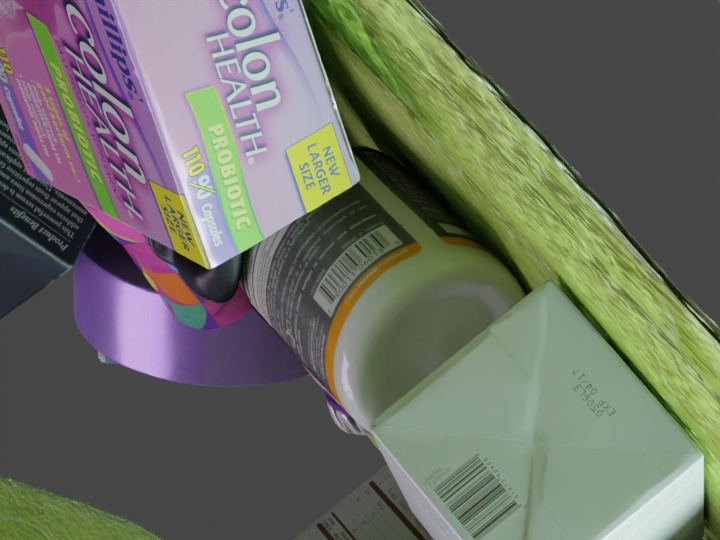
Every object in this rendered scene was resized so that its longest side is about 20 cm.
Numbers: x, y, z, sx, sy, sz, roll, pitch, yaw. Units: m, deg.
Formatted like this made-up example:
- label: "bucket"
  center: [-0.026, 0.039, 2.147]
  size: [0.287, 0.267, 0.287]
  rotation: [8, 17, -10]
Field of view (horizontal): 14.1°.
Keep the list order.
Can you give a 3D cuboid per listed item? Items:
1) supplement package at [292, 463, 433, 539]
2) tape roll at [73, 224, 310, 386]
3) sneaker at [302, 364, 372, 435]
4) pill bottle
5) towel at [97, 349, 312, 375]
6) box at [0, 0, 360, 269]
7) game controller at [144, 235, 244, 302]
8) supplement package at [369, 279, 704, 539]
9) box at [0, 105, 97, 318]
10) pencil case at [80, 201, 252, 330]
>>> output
- label: "supplement package"
  center: [0.068, 0.169, 1.707]
  size: [0.117, 0.200, 0.117]
  rotation: [54, 175, -29]
- label: "tape roll"
  center: [-0.088, -0.001, 1.909]
  size: [0.200, 0.199, 0.066]
  rotation: [46, 139, 51]
- label: "sneaker"
  center: [0.028, 0.057, 1.700]
  size: [0.200, 0.081, 0.089]
  rotation: [9, 146, 52]
- label: "pill bottle"
  center: [0.000, 0.000, 1.607]
  size: [0.117, 0.116, 0.200]
  rotation: [56, 174, -38]
- label: "towel"
  center: [-0.070, 0.028, 1.947]
  size: [0.147, 0.199, 0.024]
  rotation: [-77, -11, -64]
- label: "box"
  center: [-0.114, -0.120, 1.471]
  size: [0.200, 0.097, 0.176]
  rotation: [25, 140, 52]
- label: "game controller"
  center: [-0.080, -0.085, 1.608]
  size: [0.104, 0.042, 0.201]
  rotation: [39, 128, 48]
- label: "supplement package"
  center: [0.095, 0.110, 1.497]
  size: [0.121, 0.120, 0.200]
  rotation: [49, 175, 17]
- label: "box"
  center: [-0.212, -0.086, 1.880]
  size: [0.107, 0.200, 0.148]
  rotation: [36, 151, -15]
- label: "pencil case"
  center: [-0.123, -0.048, 1.731]
  size: [0.088, 0.088, 0.200]
  rotation: [47, 174, 44]
